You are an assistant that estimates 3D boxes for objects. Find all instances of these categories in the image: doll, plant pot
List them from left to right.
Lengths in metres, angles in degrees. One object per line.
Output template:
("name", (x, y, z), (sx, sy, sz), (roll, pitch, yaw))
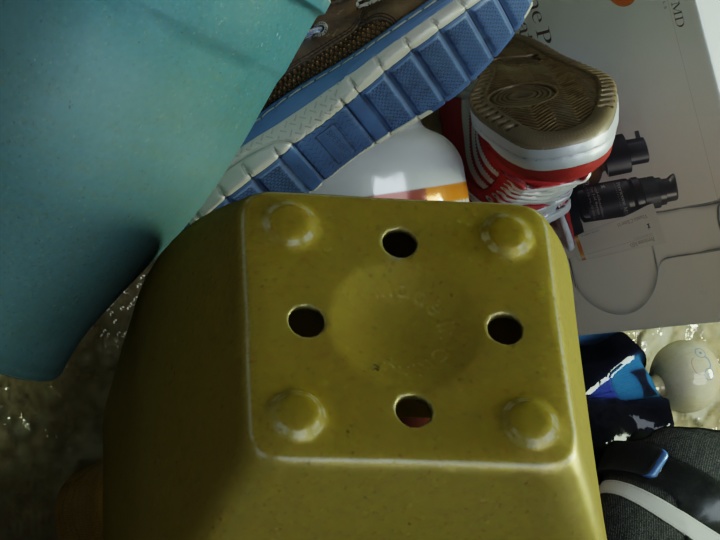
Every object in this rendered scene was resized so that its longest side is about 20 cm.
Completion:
("plant pot", (-0.140, -0.066, 0.884), (0.199, 0.200, 0.189), (22, 95, -40))
("plant pot", (0.001, 0.076, 0.855), (0.194, 0.201, 0.195), (2, 53, -8))
("doll", (0.109, 0.080, 1.171), (0.199, 0.049, 0.137), (-16, 66, -31))

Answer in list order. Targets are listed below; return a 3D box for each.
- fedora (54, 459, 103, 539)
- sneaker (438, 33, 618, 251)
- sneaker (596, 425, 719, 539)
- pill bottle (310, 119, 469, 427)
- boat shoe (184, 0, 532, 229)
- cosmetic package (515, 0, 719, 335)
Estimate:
("fedora", (-0.062, 0.169, 0.999), (0.200, 0.201, 0.082), (11, 121, -41))
("sneaker", (0.080, -0.043, 1.080), (0.071, 0.200, 0.113), (-7, 107, -7))
("sneaker", (0.207, 0.143, 1.137), (0.199, 0.073, 0.113), (27, 68, -18))
("pill bottle", (0.000, 0.000, 1.048), (0.112, 0.112, 0.202), (-10, 94, -40))
("boat shoe", (-0.015, -0.091, 0.964), (0.199, 0.073, 0.072), (-36, 158, -2))
("cosmetic package", (0.145, -0.073, 1.128), (0.051, 0.150, 0.202), (-19, 96, -38))
